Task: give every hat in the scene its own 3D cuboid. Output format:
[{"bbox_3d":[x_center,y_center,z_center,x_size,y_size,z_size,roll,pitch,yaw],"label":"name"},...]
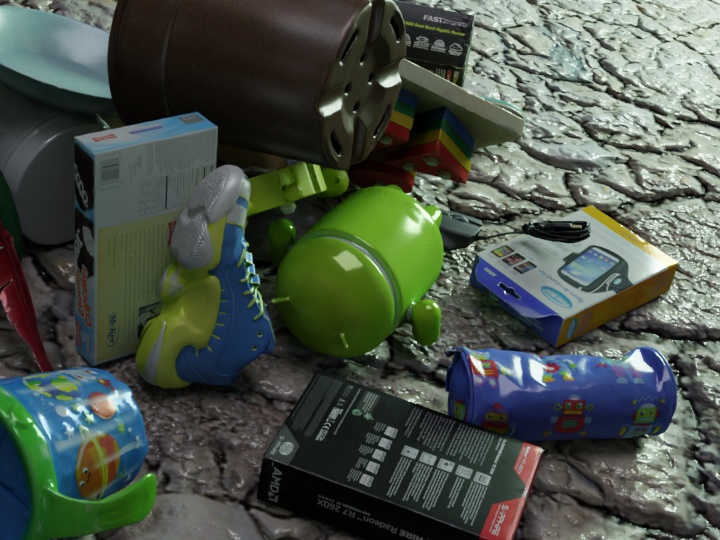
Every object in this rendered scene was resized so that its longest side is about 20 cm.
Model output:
[{"bbox_3d":[-0.296,-0.016,1.274,0.176,0.200,0.166,25,-10,-11],"label":"hat"}]

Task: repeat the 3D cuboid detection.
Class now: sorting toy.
[{"bbox_3d":[0.020,-0.136,1.450,0.198,0.070,0.200,22,-17,-31],"label":"sorting toy"}]

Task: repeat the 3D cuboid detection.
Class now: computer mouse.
[{"bbox_3d":[0.125,-0.044,1.435,0.199,0.034,0.059,-2,18,13],"label":"computer mouse"}]

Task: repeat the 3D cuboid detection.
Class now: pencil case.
[{"bbox_3d":[0.165,0.104,1.254,0.199,0.078,0.087,0,28,-15],"label":"pencil case"}]

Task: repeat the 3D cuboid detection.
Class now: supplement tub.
[{"bbox_3d":[-0.329,-0.127,1.393,0.132,0.132,0.200,-24,48,-40],"label":"supplement tub"}]

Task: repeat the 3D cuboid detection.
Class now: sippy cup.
[{"bbox_3d":[-0.230,0.131,1.070,0.130,0.140,0.178,-20,69,-52],"label":"sippy cup"}]

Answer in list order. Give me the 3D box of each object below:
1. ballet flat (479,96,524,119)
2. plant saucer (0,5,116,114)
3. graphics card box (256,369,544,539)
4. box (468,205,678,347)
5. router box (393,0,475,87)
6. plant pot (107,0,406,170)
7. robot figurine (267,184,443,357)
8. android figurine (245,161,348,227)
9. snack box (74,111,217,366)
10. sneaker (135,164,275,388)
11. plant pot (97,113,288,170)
[{"bbox_3d":[0.080,-0.163,1.634,0.199,0.067,0.064,11,62,1],"label":"ballet flat"},{"bbox_3d":[-0.274,-0.185,1.353,0.200,0.039,0.201,18,22,-8],"label":"plant saucer"},{"bbox_3d":[0.032,0.159,1.161,0.199,0.051,0.126,19,36,9],"label":"graphics card box"},{"bbox_3d":[0.201,0.006,1.437,0.200,0.042,0.119,-23,47,-36],"label":"box"},{"bbox_3d":[0.045,-0.241,1.622,0.149,0.062,0.200,12,-5,3],"label":"router box"},{"bbox_3d":[-0.080,-0.183,1.271,0.198,0.201,0.200,20,35,23],"label":"plant pot"},{"bbox_3d":[0.000,0.000,1.319,0.175,0.116,0.200,30,38,11],"label":"robot figurine"},{"bbox_3d":[-0.100,-0.063,1.344,0.182,0.041,0.200,-19,5,-15],"label":"android figurine"},{"bbox_3d":[-0.180,-0.025,1.230,0.116,0.201,0.037,-16,36,-35],"label":"snack box"},{"bbox_3d":[-0.109,0.011,1.217,0.105,0.200,0.076,16,23,-23],"label":"sneaker"},{"bbox_3d":[-0.165,-0.133,1.455,0.199,0.028,0.200,14,6,-1],"label":"plant pot"}]
